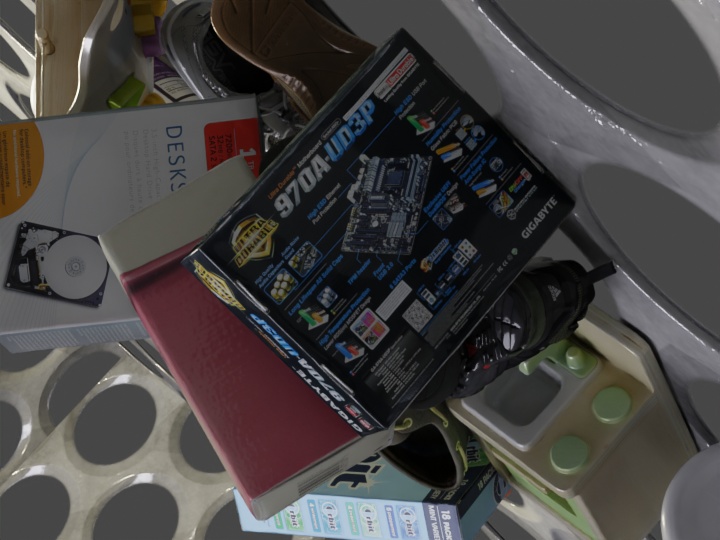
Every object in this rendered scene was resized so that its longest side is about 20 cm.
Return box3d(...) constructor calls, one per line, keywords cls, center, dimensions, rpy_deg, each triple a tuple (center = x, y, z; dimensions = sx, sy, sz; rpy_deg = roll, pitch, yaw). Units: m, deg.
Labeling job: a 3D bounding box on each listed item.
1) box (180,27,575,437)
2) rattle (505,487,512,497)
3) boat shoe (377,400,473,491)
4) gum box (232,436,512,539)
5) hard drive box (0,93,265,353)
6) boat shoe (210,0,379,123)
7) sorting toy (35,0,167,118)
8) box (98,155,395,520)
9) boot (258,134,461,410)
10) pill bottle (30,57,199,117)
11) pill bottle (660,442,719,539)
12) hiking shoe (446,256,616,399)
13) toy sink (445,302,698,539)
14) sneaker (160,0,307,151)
box3d(cls="box", center=(0.014, -0.024, 1.287), dimensions=(0.159, 0.200, 0.046), rpy_deg=(44, 160, -8))
box3d(cls="rattle", center=(0.014, 0.153, 1.819), dimensions=(0.200, 0.143, 0.130), rpy_deg=(50, 144, 24))
box3d(cls="boat shoe", center=(0.026, 0.101, 1.531), dimensions=(0.202, 0.072, 0.060), rpy_deg=(44, -146, -51))
box3d(cls="gum box", center=(0.025, 0.158, 1.695), dimensions=(0.199, 0.170, 0.045), rpy_deg=(0, 114, 28))
box3d(cls="hard drive box", center=(-0.163, -0.033, 1.493), dimensions=(0.077, 0.199, 0.156), rpy_deg=(84, 179, -77))
box3d(cls="boat shoe", center=(-0.012, -0.120, 1.389), dimensions=(0.200, 0.072, 0.072), rpy_deg=(39, -176, 13))
box3d(cls="sorting toy", center=(-0.195, -0.190, 1.556), dimensions=(0.106, 0.201, 0.180), rpy_deg=(-1, 162, -6))
box3d(cls="box", center=(-0.072, 0.047, 1.368), dimensions=(0.200, 0.109, 0.128), rpy_deg=(59, 173, 11))
box3d(cls="boot", center=(0.000, -0.006, 1.446), dimensions=(0.204, 0.073, 0.154), rpy_deg=(57, -179, -6))
box3d(cls="pill bottle", center=(-0.191, -0.127, 1.854), dimensions=(0.200, 0.112, 0.113), rpy_deg=(38, 168, 28))
box3d(cls="pill bottle", center=(0.272, 0.202, 1.454), dimensions=(0.116, 0.116, 0.200), rpy_deg=(37, 167, 26))
box3d(cls="hiking shoe", center=(0.105, 0.036, 1.429), dimensions=(0.200, 0.100, 0.076), rpy_deg=(152, 101, -71))
box3d(cls="toy sink", center=(0.150, 0.108, 1.537), dimensions=(0.130, 0.112, 0.200), rpy_deg=(35, 167, 34))
box3d(cls="sneaker", center=(-0.073, -0.117, 1.569), dimensions=(0.200, 0.075, 0.082), rpy_deg=(46, 170, -14))
